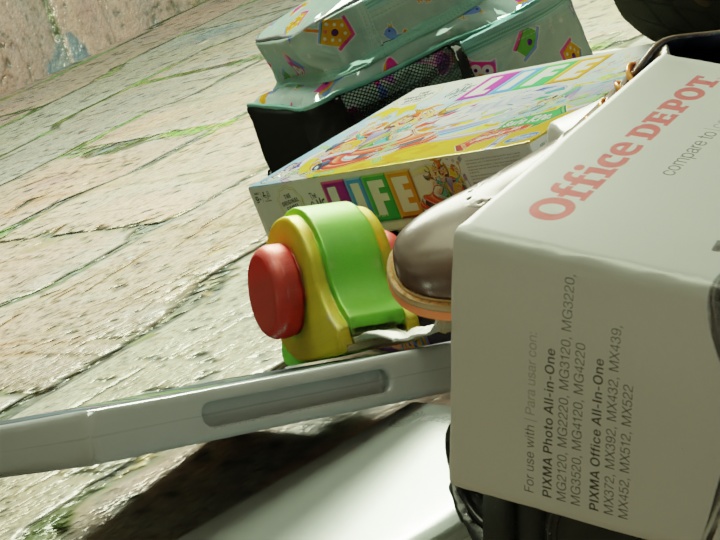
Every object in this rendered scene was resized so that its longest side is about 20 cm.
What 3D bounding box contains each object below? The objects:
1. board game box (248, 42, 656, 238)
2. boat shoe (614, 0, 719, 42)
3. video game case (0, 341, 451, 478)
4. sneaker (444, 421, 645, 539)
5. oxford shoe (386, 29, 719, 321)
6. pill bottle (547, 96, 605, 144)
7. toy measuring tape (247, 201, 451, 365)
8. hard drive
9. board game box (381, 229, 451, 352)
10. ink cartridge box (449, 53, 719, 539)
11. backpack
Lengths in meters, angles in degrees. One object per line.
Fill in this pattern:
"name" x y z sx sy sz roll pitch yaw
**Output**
"board game box" 0.057 -0.062 1.017 0.200 0.034 0.134 -6 20 48
"boat shoe" 0.218 -0.137 0.970 0.200 0.076 0.074 8 63 27
"video game case" -0.080 0.060 0.862 0.182 0.023 0.200 -8 -3 -36
"sneaker" 0.079 0.041 0.682 0.099 0.071 0.200 3 21 6
"oxford shoe" 0.096 -0.046 0.750 0.200 0.073 0.071 -24 42 2
"pill bottle" 0.186 -0.052 0.844 0.200 0.114 0.114 -22 13 -2
"toy measuring tape" 0.000 0.000 0.884 0.073 0.074 0.200 -27 4 -22
"hard drive" -0.024 0.107 0.737 0.200 0.026 0.132 -29 15 -26
"board game box" 0.079 -0.016 1.002 0.165 0.057 0.200 -28 15 -17
"ink cartridge box" 0.140 0.015 0.566 0.200 0.084 0.145 14 31 27
"backpack" 0.041 -0.115 1.261 0.200 0.154 0.176 -18 6 -15
